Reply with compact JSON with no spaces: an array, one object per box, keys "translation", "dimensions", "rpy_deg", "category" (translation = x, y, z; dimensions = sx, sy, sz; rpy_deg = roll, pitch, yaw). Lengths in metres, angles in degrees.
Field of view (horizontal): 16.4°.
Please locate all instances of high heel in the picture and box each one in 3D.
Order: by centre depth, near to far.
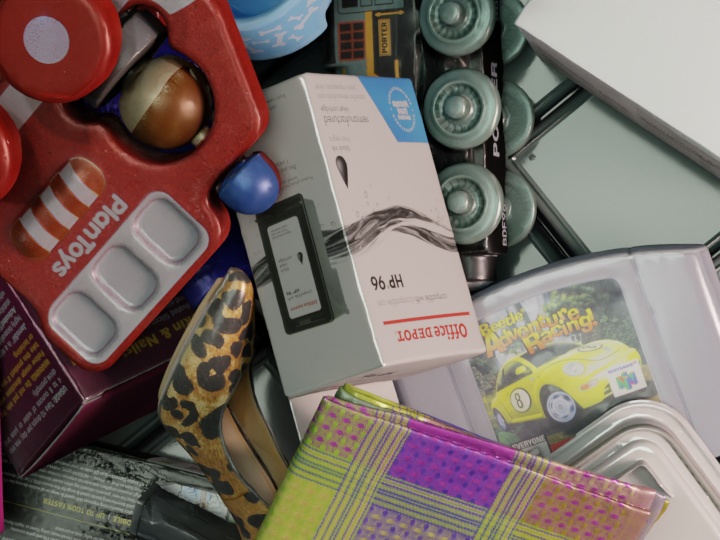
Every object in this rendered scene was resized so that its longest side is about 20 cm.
[{"translation":[-0.040,0.097,1.351],"dimensions":[0.142,0.071,0.200],"rpy_deg":[23,126,10],"category":"high heel"}]

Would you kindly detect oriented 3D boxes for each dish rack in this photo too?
[{"translation":[0.133,0.189,1.384],"dimensions":[0.200,0.044,0.172],"rpy_deg":[-36,93,11],"category":"dish rack"}]

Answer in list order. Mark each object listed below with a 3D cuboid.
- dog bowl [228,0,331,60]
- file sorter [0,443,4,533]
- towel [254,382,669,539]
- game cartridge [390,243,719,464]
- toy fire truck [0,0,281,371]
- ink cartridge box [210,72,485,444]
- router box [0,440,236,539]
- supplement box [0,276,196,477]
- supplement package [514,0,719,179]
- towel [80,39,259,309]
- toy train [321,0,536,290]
[{"translation":[-0.029,-0.204,1.390],"dimensions":[0.200,0.050,0.112],"rpy_deg":[-39,79,11],"category":"dog bowl"},{"translation":[-0.312,0.071,1.393],"dimensions":[0.200,0.125,0.139],"rpy_deg":[20,118,38],"category":"file sorter"},{"translation":[0.047,0.144,1.314],"dimensions":[0.200,0.023,0.144],"rpy_deg":[19,118,-14],"category":"towel"},{"translation":[0.116,0.063,1.408],"dimensions":[0.200,0.041,0.133],"rpy_deg":[-20,90,8],"category":"game cartridge"},{"translation":[-0.131,-0.066,1.298],"dimensions":[0.168,0.112,0.200],"rpy_deg":[43,109,-3],"category":"toy fire truck"},{"translation":[0.000,0.000,1.339],"dimensions":[0.068,0.116,0.201],"rpy_deg":[-19,83,31],"category":"ink cartridge box"},{"translation":[-0.166,0.173,1.455],"dimensions":[0.199,0.051,0.150],"rpy_deg":[14,89,10],"category":"router box"},{"translation":[-0.179,-0.007,1.420],"dimensions":[0.200,0.131,0.103],"rpy_deg":[56,139,10],"category":"supplement box"},{"translation":[0.207,-0.169,1.382],"dimensions":[0.156,0.111,0.200],"rpy_deg":[35,92,11],"category":"supplement package"},{"translation":[-0.095,-0.074,1.413],"dimensions":[0.050,0.148,0.200],"rpy_deg":[-34,79,20],"category":"towel"},{"translation":[0.036,-0.088,1.428],"dimensions":[0.114,0.085,0.201],"rpy_deg":[-3,88,23],"category":"toy train"}]
